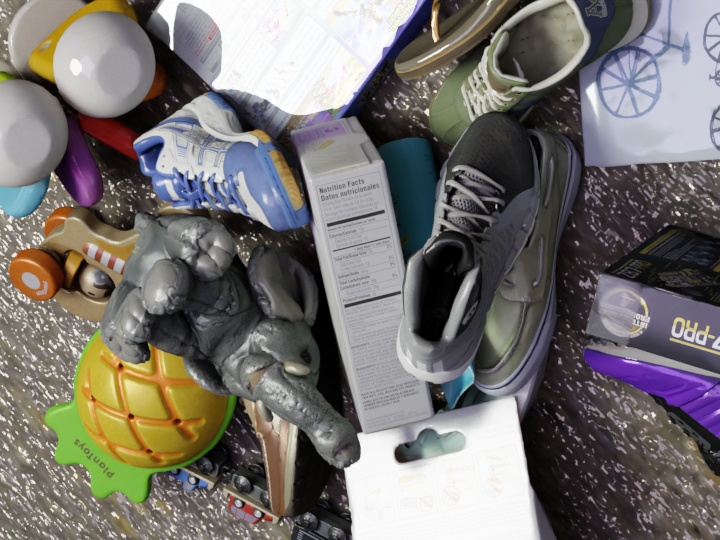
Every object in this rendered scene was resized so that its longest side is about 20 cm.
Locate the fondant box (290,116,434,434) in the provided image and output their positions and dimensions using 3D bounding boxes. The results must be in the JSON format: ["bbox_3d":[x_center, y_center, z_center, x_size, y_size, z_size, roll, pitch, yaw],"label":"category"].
[{"bbox_3d":[0.000,0.000,1.142,0.058,0.144,0.202,-12,109,-4],"label":"fondant box"}]

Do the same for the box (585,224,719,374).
[{"bbox_3d":[0.255,0.024,1.020,0.160,0.200,0.050,19,107,19],"label":"box"}]

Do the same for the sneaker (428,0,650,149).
[{"bbox_3d":[0.108,-0.148,1.097,0.200,0.090,0.068,-32,82,36],"label":"sneaker"}]

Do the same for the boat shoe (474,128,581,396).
[{"bbox_3d":[0.110,-0.009,1.126,0.071,0.062,0.202,10,86,35],"label":"boat shoe"}]

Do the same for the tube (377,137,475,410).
[{"bbox_3d":[0.053,0.000,1.156,0.050,0.078,0.202,-12,73,-8],"label":"tube"}]

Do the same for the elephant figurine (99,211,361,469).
[{"bbox_3d":[-0.089,0.050,1.169,0.199,0.156,0.141,32,152,-22],"label":"elephant figurine"}]

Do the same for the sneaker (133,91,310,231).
[{"bbox_3d":[-0.108,-0.067,1.156,0.200,0.088,0.076,39,154,56],"label":"sneaker"}]

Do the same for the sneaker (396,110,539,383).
[{"bbox_3d":[0.076,-0.027,1.031,0.074,0.116,0.202,14,78,9],"label":"sneaker"}]

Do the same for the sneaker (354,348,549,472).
[{"bbox_3d":[0.064,0.113,1.196,0.118,0.074,0.202,31,115,9],"label":"sneaker"}]

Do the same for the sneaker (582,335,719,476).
[{"bbox_3d":[0.254,0.100,1.112,0.198,0.069,0.101,12,109,23],"label":"sneaker"}]

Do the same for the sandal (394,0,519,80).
[{"bbox_3d":[0.095,-0.212,1.099,0.054,0.080,0.200,46,124,-10],"label":"sandal"}]

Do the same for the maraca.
[{"bbox_3d":[-0.185,0.114,1.280,0.137,0.107,0.200,43,116,0],"label":"maraca"}]

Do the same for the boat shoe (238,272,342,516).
[{"bbox_3d":[-0.061,0.099,1.261,0.073,0.075,0.202,6,96,29],"label":"boat shoe"}]

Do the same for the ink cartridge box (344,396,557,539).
[{"bbox_3d":[0.074,0.213,1.157,0.161,0.057,0.202,-16,69,27],"label":"ink cartridge box"}]

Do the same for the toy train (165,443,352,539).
[{"bbox_3d":[-0.091,0.195,1.315,0.199,0.034,0.046,25,122,17],"label":"toy train"}]

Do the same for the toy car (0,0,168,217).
[{"bbox_3d":[-0.244,-0.124,1.239,0.175,0.200,0.151,31,157,55],"label":"toy car"}]

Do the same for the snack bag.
[{"bbox_3d":[0.246,-0.171,1.078,0.198,0.021,0.191,0,100,28],"label":"snack bag"}]

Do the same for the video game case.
[{"bbox_3d":[-0.048,-0.212,1.193,0.181,0.045,0.200,44,116,11],"label":"video game case"}]

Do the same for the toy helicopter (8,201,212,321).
[{"bbox_3d":[-0.192,-0.005,1.287,0.199,0.079,0.133,-24,114,38],"label":"toy helicopter"}]
